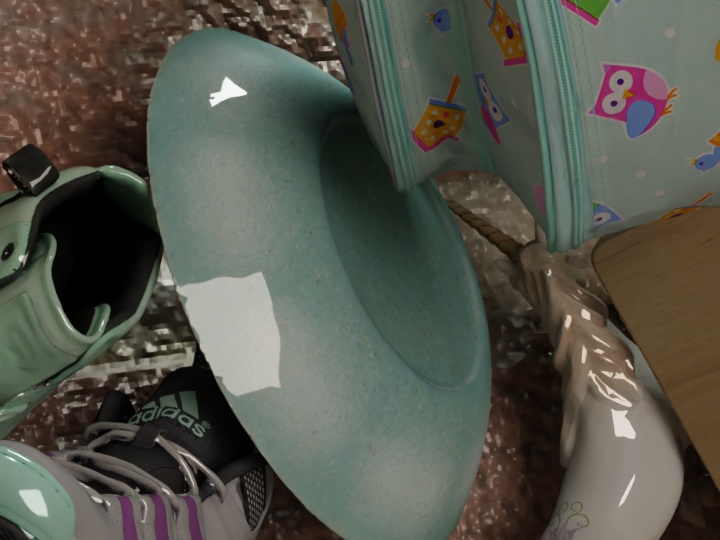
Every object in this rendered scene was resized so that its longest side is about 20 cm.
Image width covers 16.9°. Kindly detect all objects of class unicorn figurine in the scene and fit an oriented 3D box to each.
[{"bbox_3d":[0.099,0.074,0.914,0.137,0.074,0.200,36,45,-38],"label":"unicorn figurine"}]

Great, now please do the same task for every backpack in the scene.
[{"bbox_3d":[0.063,-0.102,0.779,0.153,0.200,0.176,-15,118,-7],"label":"backpack"}]

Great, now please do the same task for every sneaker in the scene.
[{"bbox_3d":[-0.141,0.039,0.761,0.074,0.118,0.200,44,61,-15],"label":"sneaker"},{"bbox_3d":[-0.075,0.064,0.760,0.078,0.200,0.140,24,65,13],"label":"sneaker"}]

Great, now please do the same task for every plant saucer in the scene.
[{"bbox_3d":[0.000,0.000,0.840,0.201,0.039,0.201,46,30,-37],"label":"plant saucer"}]

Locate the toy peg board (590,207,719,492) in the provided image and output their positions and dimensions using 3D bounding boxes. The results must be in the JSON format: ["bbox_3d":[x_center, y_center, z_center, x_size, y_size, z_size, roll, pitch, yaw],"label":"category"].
[{"bbox_3d":[0.225,0.022,0.887,0.199,0.200,0.098,59,27,-9],"label":"toy peg board"}]
